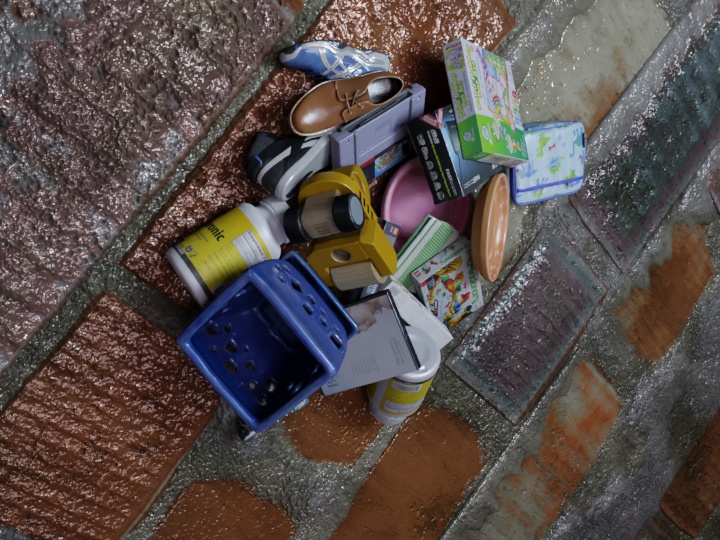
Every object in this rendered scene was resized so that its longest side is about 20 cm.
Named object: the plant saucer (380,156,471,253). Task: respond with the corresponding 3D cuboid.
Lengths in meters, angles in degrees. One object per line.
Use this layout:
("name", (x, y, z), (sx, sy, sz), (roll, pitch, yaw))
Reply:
("plant saucer", (0.120, -0.119, 1.172), (0.199, 0.051, 0.203), (-8, 107, -27))

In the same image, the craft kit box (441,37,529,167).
("craft kit box", (0.229, -0.295, 1.107), (0.197, 0.048, 0.202), (-6, 84, -49))

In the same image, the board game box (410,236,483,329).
("board game box", (0.174, 0.038, 1.202), (0.126, 0.035, 0.201), (-35, 141, -9))

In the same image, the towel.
("towel", (0.142, -0.019, 1.169), (0.199, 0.023, 0.153), (21, 111, -48))

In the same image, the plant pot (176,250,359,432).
("plant pot", (-0.131, 0.097, 0.973), (0.200, 0.180, 0.200), (-39, 93, 27))

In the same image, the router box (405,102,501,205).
("router box", (0.173, -0.220, 1.098), (0.200, 0.062, 0.151), (-36, 109, -50))

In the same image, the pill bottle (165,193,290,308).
("pill bottle", (-0.198, -0.038, 0.986), (0.199, 0.111, 0.112), (-35, 117, -17))

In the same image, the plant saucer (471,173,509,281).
("plant saucer", (0.243, -0.081, 1.152), (0.200, 0.037, 0.202), (6, 90, -68))

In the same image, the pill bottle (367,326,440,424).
("pill bottle", (0.072, 0.205, 1.152), (0.110, 0.112, 0.201), (-14, 144, -24))

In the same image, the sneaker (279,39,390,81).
("sneaker", (-0.038, -0.330, 1.014), (0.198, 0.076, 0.078), (0, 99, -27))

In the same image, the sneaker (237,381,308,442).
("sneaker", (-0.138, 0.236, 1.114), (0.200, 0.077, 0.086), (-50, 124, -8))

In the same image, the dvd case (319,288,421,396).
("dvd case", (-0.010, 0.127, 1.049), (0.018, 0.199, 0.144), (-32, 100, -62))

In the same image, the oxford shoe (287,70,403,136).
("oxford shoe", (-0.022, -0.269, 0.969), (0.199, 0.071, 0.072), (-29, 114, -15))

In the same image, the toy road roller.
("toy road roller", (-0.024, -0.078, 1.001), (0.201, 0.122, 0.147), (56, 33, -41))

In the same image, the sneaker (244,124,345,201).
("sneaker", (-0.112, -0.207, 1.011), (0.200, 0.111, 0.073), (-50, 169, -39))

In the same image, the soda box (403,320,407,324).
("soda box", (0.008, 0.113, 1.166), (0.200, 0.064, 0.068), (-39, 120, -13))

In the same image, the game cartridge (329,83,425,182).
("game cartridge", (0.033, -0.223, 1.062), (0.199, 0.038, 0.130), (-37, 146, -23))

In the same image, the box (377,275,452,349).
("box", (0.098, 0.077, 1.141), (0.041, 0.039, 0.200), (-42, 124, 10))

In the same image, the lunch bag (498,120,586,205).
("lunch bag", (0.371, -0.222, 1.265), (0.198, 0.082, 0.162), (-12, 112, -24))

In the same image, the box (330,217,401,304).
("box", (0.000, 0.000, 1.104), (0.034, 0.110, 0.202), (16, 95, -33))
